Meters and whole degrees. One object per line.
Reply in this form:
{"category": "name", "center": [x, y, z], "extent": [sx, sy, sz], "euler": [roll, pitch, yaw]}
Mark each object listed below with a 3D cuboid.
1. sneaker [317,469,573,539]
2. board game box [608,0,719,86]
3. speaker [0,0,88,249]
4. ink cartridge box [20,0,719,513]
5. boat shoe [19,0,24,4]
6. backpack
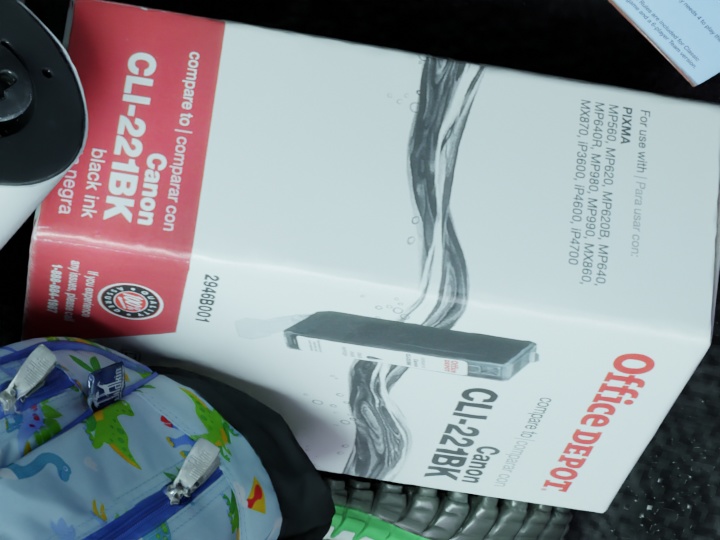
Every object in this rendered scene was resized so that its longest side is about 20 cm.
{"category": "sneaker", "center": [-0.026, 0.103, 0.935], "extent": [0.199, 0.078, 0.086], "euler": [7, 99, -19]}
{"category": "board game box", "center": [0.066, -0.139, 0.736], "extent": [0.103, 0.019, 0.200], "euler": [-31, 122, 31]}
{"category": "speaker", "center": [-0.160, 0.000, 0.811], "extent": [0.081, 0.081, 0.200], "euler": [32, 129, -17]}
{"category": "ink cartridge box", "center": [0.000, 0.000, 0.870], "extent": [0.199, 0.084, 0.144], "euler": [8, 154, -5]}
{"category": "boat shoe", "center": [-0.114, -0.107, 0.811], "extent": [0.074, 0.086, 0.202], "euler": [28, 98, -33]}
{"category": "backpack", "center": [-0.118, 0.094, 0.781], "extent": [0.163, 0.200, 0.154], "euler": [-27, 104, 24]}
